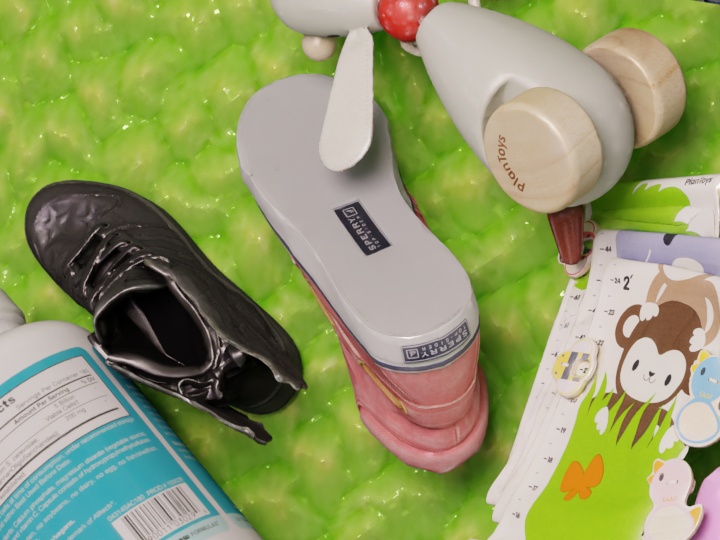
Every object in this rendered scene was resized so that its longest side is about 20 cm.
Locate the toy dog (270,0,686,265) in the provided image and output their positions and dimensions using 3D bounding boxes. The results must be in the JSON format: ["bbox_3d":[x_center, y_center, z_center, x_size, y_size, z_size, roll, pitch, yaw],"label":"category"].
[{"bbox_3d":[0.048,-0.070,1.041,0.200,0.131,0.097,47,142,45],"label":"toy dog"}]

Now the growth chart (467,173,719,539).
[{"bbox_3d":[0.106,0.045,0.989,0.144,0.018,0.201,-11,55,55],"label":"growth chart"}]

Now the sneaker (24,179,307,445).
[{"bbox_3d":[-0.095,0.013,1.098,0.199,0.104,0.060,37,96,22],"label":"sneaker"}]

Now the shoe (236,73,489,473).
[{"bbox_3d":[0.000,0.000,1.078,0.071,0.091,0.200,-20,43,-11],"label":"shoe"}]

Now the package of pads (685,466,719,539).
[{"bbox_3d":[0.158,0.180,0.962,0.075,0.120,0.201,15,90,29],"label":"package of pads"}]

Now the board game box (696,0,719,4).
[{"bbox_3d":[0.209,-0.153,0.965,0.199,0.200,0.062,12,133,34],"label":"board game box"}]

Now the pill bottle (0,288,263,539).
[{"bbox_3d":[-0.134,0.100,1.102,0.111,0.111,0.200,-46,69,12],"label":"pill bottle"}]
